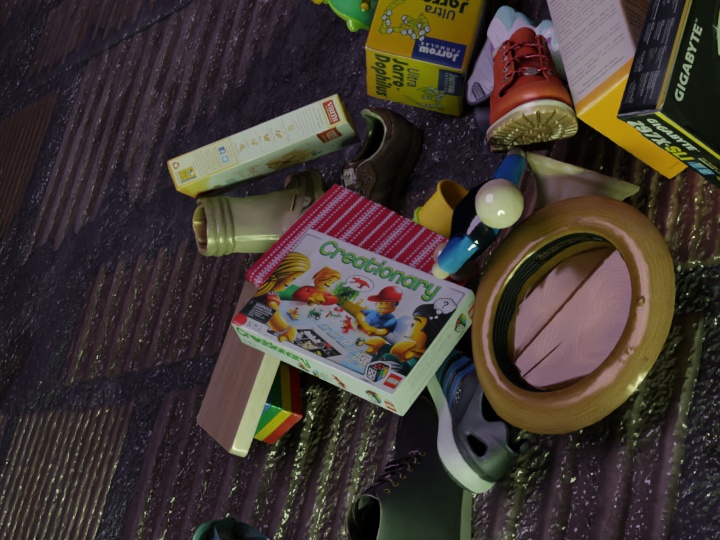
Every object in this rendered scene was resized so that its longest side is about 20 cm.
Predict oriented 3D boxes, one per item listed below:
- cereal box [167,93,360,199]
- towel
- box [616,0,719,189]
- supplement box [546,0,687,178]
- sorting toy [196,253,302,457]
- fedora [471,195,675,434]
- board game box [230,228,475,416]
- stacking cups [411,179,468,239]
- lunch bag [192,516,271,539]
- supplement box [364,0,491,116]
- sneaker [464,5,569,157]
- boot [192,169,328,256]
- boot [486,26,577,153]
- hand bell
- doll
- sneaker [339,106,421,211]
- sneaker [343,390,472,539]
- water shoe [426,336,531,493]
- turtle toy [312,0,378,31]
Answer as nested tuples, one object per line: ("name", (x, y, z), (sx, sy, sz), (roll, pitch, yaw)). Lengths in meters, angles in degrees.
("cereal box", (-0.102, -0.132, 1.499), (0.198, 0.144, 0.040), (-20, 86, 5))
("towel", (0.000, 0.000, 1.317), (0.199, 0.023, 0.145), (29, 65, 37))
("box", (0.289, -0.173, 1.050), (0.049, 0.159, 0.202), (0, 66, 54))
("supplement box", (0.235, -0.195, 1.177), (0.073, 0.125, 0.202), (-39, 40, 33))
("sorting toy", (-0.094, 0.092, 1.455), (0.202, 0.069, 0.199), (-70, 17, -3))
("fedora", (0.182, 0.041, 1.109), (0.199, 0.081, 0.203), (-16, 66, 39))
("board game box", (-0.006, 0.043, 1.241), (0.199, 0.035, 0.127), (21, 60, 35))
("stacking cups", (0.044, -0.001, 1.385), (0.200, 0.060, 0.061), (-50, 34, 29))
("lunch bag", (-0.134, 0.345, 1.332), (0.172, 0.121, 0.200), (-65, 24, 1))
("supplement box", (0.080, -0.285, 1.441), (0.109, 0.108, 0.202), (84, -160, -70))
("sneaker", (0.160, -0.172, 1.325), (0.141, 0.077, 0.200), (-61, 23, 7))
("boot", (-0.113, -0.064, 1.538), (0.200, 0.153, 0.074), (-118, 25, -67))
("boot", (0.142, -0.160, 1.181), (0.200, 0.074, 0.109), (-118, 26, -88))
("hand bell", (0.165, 0.007, 1.194), (0.104, 0.103, 0.202), (28, 104, 58))
("doll", (0.105, -0.046, 1.172), (0.137, 0.048, 0.200), (-56, -3, -8))
("sneaker", (0.001, -0.081, 1.479), (0.070, 0.075, 0.202), (-5, 63, 53))
("sneaker", (0.041, 0.181, 1.204), (0.075, 0.106, 0.202), (-37, 40, 35))
("water shoe", (0.106, 0.107, 1.197), (0.079, 0.071, 0.201), (-39, 34, 23))
("turtle toy", (0.026, -0.367, 1.567), (0.202, 0.144, 0.101), (-69, 13, -10))
